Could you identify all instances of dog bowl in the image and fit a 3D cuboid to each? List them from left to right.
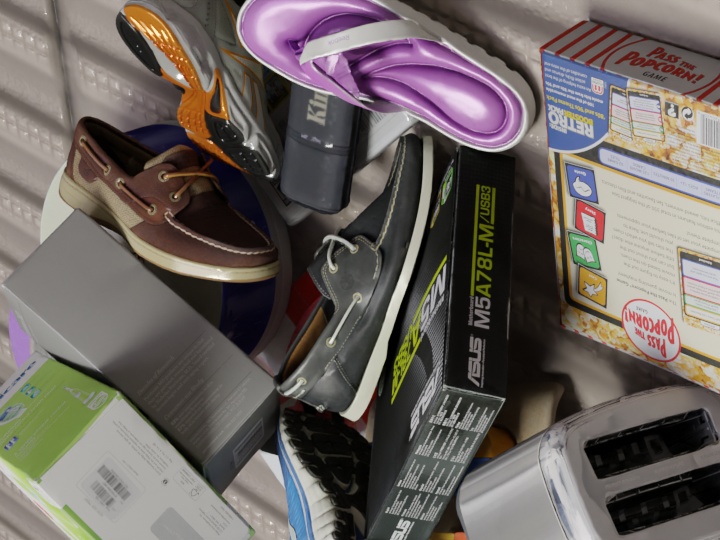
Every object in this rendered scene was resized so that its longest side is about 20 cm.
[{"bbox_3d":[-0.151,-0.010,1.539,0.199,0.079,0.201,13,112,36],"label":"dog bowl"}]

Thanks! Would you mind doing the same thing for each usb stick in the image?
[{"bbox_3d":[-0.021,-0.127,1.326,0.055,0.033,0.201,27,129,24],"label":"usb stick"}]

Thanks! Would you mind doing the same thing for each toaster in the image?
[{"bbox_3d":[0.152,0.141,1.232,0.129,0.199,0.114,-45,61,56],"label":"toaster"}]

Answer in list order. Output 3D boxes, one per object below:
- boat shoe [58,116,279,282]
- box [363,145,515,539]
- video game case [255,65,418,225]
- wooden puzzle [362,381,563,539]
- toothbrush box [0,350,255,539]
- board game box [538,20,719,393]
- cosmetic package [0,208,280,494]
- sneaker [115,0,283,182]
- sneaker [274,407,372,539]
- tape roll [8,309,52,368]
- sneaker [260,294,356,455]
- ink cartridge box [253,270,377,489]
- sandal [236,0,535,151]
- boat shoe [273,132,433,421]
[{"bbox_3d":[-0.135,-0.054,1.417,0.200,0.072,0.072,29,118,35],"label":"boat shoe"},{"bbox_3d":[0.051,0.053,1.308,0.047,0.194,0.200,14,143,-7],"label":"box"},{"bbox_3d":[-0.053,-0.143,1.409,0.182,0.023,0.200,55,147,2],"label":"video game case"},{"bbox_3d":[0.050,0.171,1.392,0.046,0.201,0.185,24,161,-37],"label":"wooden puzzle"},{"bbox_3d":[-0.181,0.147,1.411,0.146,0.086,0.200,49,166,-22],"label":"toothbrush box"},{"bbox_3d":[0.182,-0.033,1.183,0.151,0.046,0.201,24,135,38],"label":"board game box"},{"bbox_3d":[-0.153,0.060,1.425,0.200,0.090,0.107,37,164,13],"label":"cosmetic package"},{"bbox_3d":[-0.086,-0.142,1.373,0.075,0.092,0.200,22,157,32],"label":"sneaker"},{"bbox_3d":[-0.030,0.178,1.387,0.089,0.078,0.200,-55,33,30],"label":"sneaker"},{"bbox_3d":[-0.224,0.090,1.773,0.200,0.066,0.201,32,138,33],"label":"tape roll"},{"bbox_3d":[-0.025,0.077,1.489,0.073,0.087,0.200,15,146,-9],"label":"sneaker"},{"bbox_3d":[-0.034,0.096,1.556,0.162,0.050,0.200,54,149,3],"label":"ink cartridge box"},{"bbox_3d":[0.013,-0.129,1.258,0.202,0.050,0.083,20,125,10],"label":"sandal"},{"bbox_3d":[0.000,0.000,1.343,0.067,0.072,0.201,19,101,-7],"label":"boat shoe"}]
